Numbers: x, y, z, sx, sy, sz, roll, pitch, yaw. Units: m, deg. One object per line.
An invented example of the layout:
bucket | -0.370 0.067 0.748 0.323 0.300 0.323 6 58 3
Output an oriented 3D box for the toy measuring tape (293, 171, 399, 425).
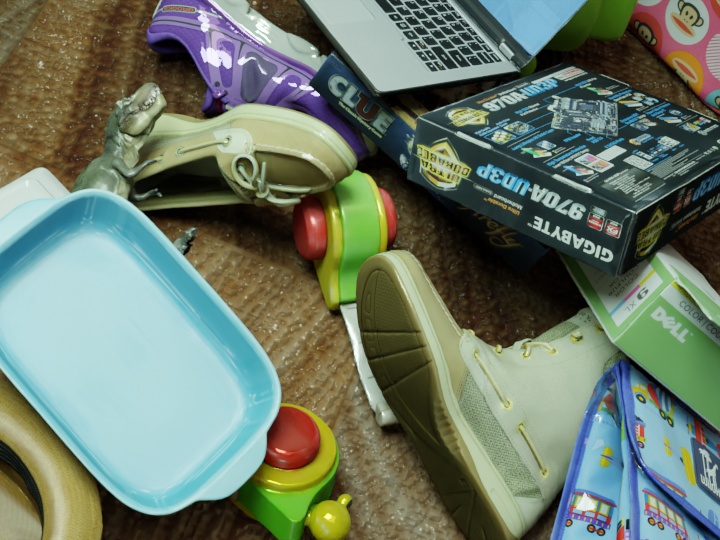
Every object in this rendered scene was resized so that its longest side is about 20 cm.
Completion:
toy measuring tape | 0.000 0.000 0.789 0.072 0.074 0.202 -9 62 -17

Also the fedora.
fedora | -0.243 0.151 0.650 0.197 0.082 0.203 4 59 -6

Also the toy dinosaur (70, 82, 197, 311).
toy dinosaur | -0.158 -0.018 0.732 0.087 0.048 0.202 28 70 0

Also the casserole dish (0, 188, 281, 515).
casserole dish | -0.135 0.048 0.668 0.200 0.039 0.121 48 65 1

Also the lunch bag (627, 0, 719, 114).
lunch bag | 0.294 -0.239 0.937 0.081 0.177 0.201 -31 71 -26

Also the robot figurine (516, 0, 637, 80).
robot figurine | 0.123 -0.243 0.938 0.196 0.116 0.178 7 53 -7

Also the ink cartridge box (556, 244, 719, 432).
ink cartridge box | 0.201 0.034 0.745 0.103 0.059 0.201 38 15 -19

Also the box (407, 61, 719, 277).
box | 0.151 -0.075 0.770 0.158 0.047 0.199 28 34 28

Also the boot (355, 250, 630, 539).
boot | 0.093 0.056 0.756 0.154 0.072 0.202 -30 96 -30

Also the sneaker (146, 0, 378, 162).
sneaker | -0.073 -0.137 0.873 0.199 0.081 0.084 36 85 8

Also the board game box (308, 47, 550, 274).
board game box | 0.071 -0.108 0.846 0.199 0.035 0.136 41 42 -6

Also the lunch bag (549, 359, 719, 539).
lunch bag | 0.194 0.164 0.720 0.150 0.094 0.202 34 46 -19

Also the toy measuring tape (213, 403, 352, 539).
toy measuring tape | -0.074 0.097 0.733 0.199 0.074 0.073 37 59 26

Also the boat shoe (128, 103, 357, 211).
boat shoe | -0.091 -0.065 0.776 0.198 0.073 0.064 7 63 32

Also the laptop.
laptop | 0.057 -0.233 0.813 0.198 0.117 0.188 -14 52 -32

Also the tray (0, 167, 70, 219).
tray | -0.198 0.007 0.756 0.107 0.022 0.200 -33 60 -28
